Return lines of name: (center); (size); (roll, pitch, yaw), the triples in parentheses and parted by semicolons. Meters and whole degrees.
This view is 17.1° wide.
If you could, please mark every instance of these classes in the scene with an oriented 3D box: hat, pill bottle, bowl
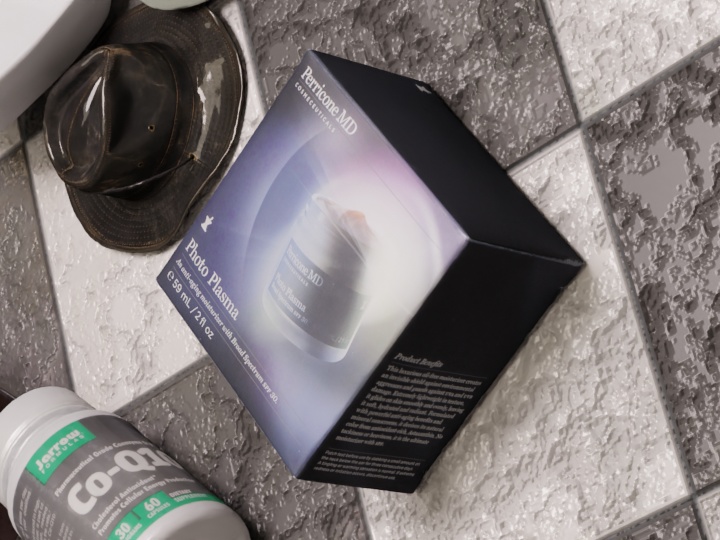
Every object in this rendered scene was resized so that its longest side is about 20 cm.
hat: (-0.180, -0.116, 1.754); (0.200, 0.081, 0.201); (-11, 74, 42)
pill bottle: (-0.176, 0.168, 1.674); (0.200, 0.113, 0.113); (33, 105, 41)
bowl: (-0.296, -0.182, 1.838); (0.199, 0.075, 0.200); (27, 67, 39)

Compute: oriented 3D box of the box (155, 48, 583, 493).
box: (0.000, 0.000, 1.534); (0.199, 0.123, 0.200); (-55, 51, 20)

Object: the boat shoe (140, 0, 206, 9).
boat shoe: (-0.089, -0.266, 1.712); (0.201, 0.070, 0.072); (-41, 24, 27)

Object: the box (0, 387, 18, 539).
box: (-0.356, 0.152, 1.774); (0.166, 0.164, 0.200); (23, 78, 44)
